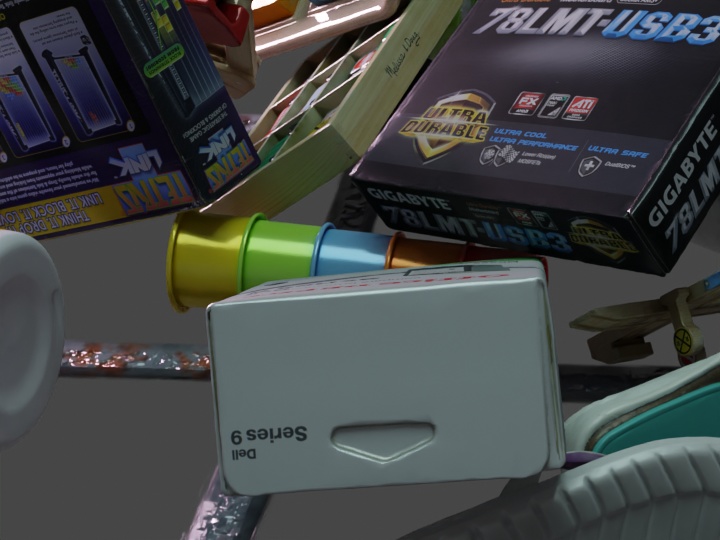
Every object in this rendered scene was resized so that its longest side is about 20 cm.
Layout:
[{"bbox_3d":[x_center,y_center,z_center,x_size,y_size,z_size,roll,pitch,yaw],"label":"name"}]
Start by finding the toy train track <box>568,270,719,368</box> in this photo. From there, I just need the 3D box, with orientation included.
[{"bbox_3d":[0.177,0.016,1.023,0.114,0.033,0.200,-8,-16,-33],"label":"toy train track"}]

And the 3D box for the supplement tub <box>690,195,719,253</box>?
[{"bbox_3d":[0.234,-0.061,1.131,0.200,0.132,0.132,24,43,40],"label":"supplement tub"}]

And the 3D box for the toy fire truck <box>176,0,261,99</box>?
[{"bbox_3d":[-0.110,-0.126,1.250,0.140,0.200,0.049,6,67,18],"label":"toy fire truck"}]

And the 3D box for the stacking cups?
[{"bbox_3d":[0.000,0.000,1.152,0.199,0.061,0.061,4,34,11],"label":"stacking cups"}]

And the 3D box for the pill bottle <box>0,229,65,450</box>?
[{"bbox_3d":[-0.262,0.026,1.108,0.199,0.113,0.112,6,35,21],"label":"pill bottle"}]

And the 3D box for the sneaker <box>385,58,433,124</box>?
[{"bbox_3d":[0.067,-0.063,1.241,0.079,0.076,0.200,16,17,-23],"label":"sneaker"}]

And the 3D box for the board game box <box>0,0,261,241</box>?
[{"bbox_3d":[-0.170,-0.104,1.185,0.199,0.166,0.057,-8,25,42],"label":"board game box"}]

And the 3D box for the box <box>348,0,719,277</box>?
[{"bbox_3d":[0.120,-0.097,1.091,0.200,0.050,0.199,11,59,48],"label":"box"}]

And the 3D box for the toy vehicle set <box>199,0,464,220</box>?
[{"bbox_3d":[-0.018,-0.096,1.266,0.124,0.027,0.200,-32,17,35],"label":"toy vehicle set"}]

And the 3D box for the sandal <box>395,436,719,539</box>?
[{"bbox_3d":[0.093,0.110,0.941,0.202,0.083,0.050,-12,28,-7],"label":"sandal"}]

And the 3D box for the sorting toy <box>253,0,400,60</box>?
[{"bbox_3d":[-0.016,-0.221,1.363,0.200,0.036,0.186,-16,48,51],"label":"sorting toy"}]

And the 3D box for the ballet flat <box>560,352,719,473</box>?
[{"bbox_3d":[0.180,0.059,1.027,0.199,0.070,0.069,-18,34,-15],"label":"ballet flat"}]

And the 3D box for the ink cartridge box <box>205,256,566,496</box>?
[{"bbox_3d":[0.017,0.043,0.972,0.145,0.085,0.200,-5,2,4],"label":"ink cartridge box"}]

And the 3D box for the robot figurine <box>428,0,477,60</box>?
[{"bbox_3d":[0.091,-0.203,1.388,0.199,0.116,0.176,-15,26,-8],"label":"robot figurine"}]
